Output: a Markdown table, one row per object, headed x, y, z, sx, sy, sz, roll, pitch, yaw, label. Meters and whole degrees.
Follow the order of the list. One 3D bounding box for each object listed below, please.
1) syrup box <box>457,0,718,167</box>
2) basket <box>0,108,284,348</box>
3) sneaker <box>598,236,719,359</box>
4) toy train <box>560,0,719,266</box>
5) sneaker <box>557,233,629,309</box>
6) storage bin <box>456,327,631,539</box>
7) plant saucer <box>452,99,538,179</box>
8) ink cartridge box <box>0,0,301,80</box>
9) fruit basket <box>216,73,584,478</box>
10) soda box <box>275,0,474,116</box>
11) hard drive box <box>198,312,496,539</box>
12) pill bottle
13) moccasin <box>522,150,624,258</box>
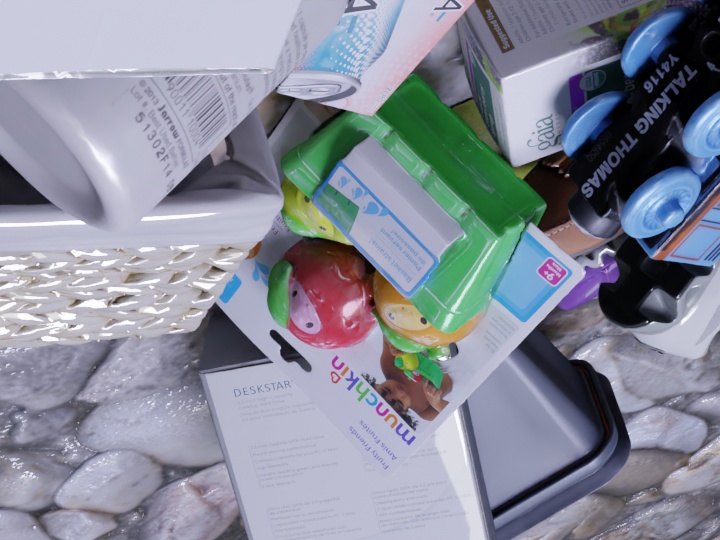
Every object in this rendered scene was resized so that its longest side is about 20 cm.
| x | y | z | sx | sy | sz | roll | pitch | yaw | label |
| --- | --- | --- | --- | --- | --- | --- | --- | --- | --- |
| 0.155 | -0.139 | 0.867 | 0.199 | 0.082 | 0.079 | -22 | 145 | -3 | syrup box |
| -0.158 | -0.042 | 0.766 | 0.199 | 0.136 | 0.123 | -4 | 146 | -26 | basket |
| 0.226 | -0.034 | 0.919 | 0.088 | 0.074 | 0.200 | 32 | 103 | -40 | sneaker |
| 0.188 | -0.089 | 0.812 | 0.114 | 0.087 | 0.200 | 5 | 133 | -44 | toy train |
| 0.207 | -0.025 | 0.988 | 0.200 | 0.081 | 0.089 | -33 | 108 | 13 | sneaker |
| 0.066 | 0.102 | 1.140 | 0.200 | 0.146 | 0.134 | -31 | 120 | 15 | storage bin |
| 0.087 | -0.039 | 1.021 | 0.199 | 0.031 | 0.200 | -16 | 148 | -10 | plant saucer |
| -0.103 | -0.182 | 0.527 | 0.146 | 0.200 | 0.147 | -4 | 144 | -27 | ink cartridge box |
| 0.000 | 0.000 | 0.897 | 0.200 | 0.185 | 0.094 | -48 | 171 | 31 | fruit basket |
| 0.029 | -0.166 | 0.766 | 0.068 | 0.064 | 0.200 | 9 | 135 | -41 | soda box |
| -0.003 | 0.118 | 1.037 | 0.155 | 0.077 | 0.201 | -9 | 116 | 6 | hard drive box |
| -0.070 | -0.121 | 0.665 | 0.200 | 0.114 | 0.114 | -47 | 153 | -18 | pill bottle |
| 0.154 | -0.079 | 0.930 | 0.201 | 0.074 | 0.078 | -36 | 133 | -12 | moccasin |
